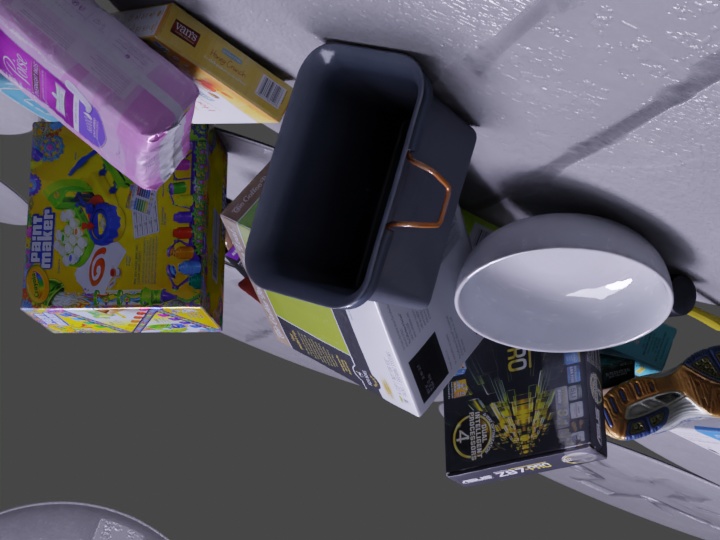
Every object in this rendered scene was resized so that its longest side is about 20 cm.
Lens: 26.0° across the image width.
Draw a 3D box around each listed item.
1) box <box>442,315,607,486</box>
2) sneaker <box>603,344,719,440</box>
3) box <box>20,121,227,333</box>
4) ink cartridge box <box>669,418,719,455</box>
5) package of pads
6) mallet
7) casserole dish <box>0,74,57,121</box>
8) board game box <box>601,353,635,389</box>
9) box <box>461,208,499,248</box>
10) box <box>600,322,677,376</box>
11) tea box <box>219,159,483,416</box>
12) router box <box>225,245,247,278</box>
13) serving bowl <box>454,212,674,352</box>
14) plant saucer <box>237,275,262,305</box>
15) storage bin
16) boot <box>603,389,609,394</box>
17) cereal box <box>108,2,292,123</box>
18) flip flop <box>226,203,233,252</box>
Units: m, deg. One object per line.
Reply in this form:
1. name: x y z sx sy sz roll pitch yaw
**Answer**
1. box: 0.159 0.101 1.545 0.160 0.202 0.049 -14 151 28
2. sneaker: 0.340 0.125 1.622 0.198 0.076 0.088 -12 172 5
3. box: -0.244 -0.045 1.643 0.190 0.202 0.122 0 166 5
4. ink cartridge box: 0.461 0.178 1.727 0.199 0.085 0.144 26 169 -18
5. package of pads: -0.230 -0.167 1.331 0.200 0.076 0.121 40 156 5
6. mallet: 0.348 0.050 1.499 0.198 0.042 0.066 22 167 -23
7. casserole dish: -0.317 -0.188 1.674 0.199 0.039 0.121 11 164 44
8. board game box: 0.174 0.103 1.669 0.134 0.029 0.199 -9 -168 -41
9. box: 0.069 -0.031 1.620 0.121 0.048 0.200 26 168 -13
10. box: 0.236 0.055 1.689 0.198 0.050 0.082 21 169 5
11. tea box: 0.000 0.000 1.482 0.196 0.134 0.201 26 153 32
12. router box: -0.066 0.017 1.826 0.149 0.051 0.200 46 -170 8
13. serving bowl: 0.185 0.003 1.421 0.198 0.066 0.201 3 150 2
14. plant saucer: 0.003 0.036 1.668 0.199 0.037 0.199 -10 -144 -46
15. storage bin: 0.020 -0.061 1.250 0.144 0.202 0.134 14 177 35
16. boot: 0.208 0.105 1.899 0.198 0.077 0.155 15 168 26
17. cereal box: -0.168 -0.181 1.406 0.143 0.040 0.199 32 166 -31
18. flip flop: -0.172 -0.055 1.955 0.199 0.058 0.081 28 167 -24
